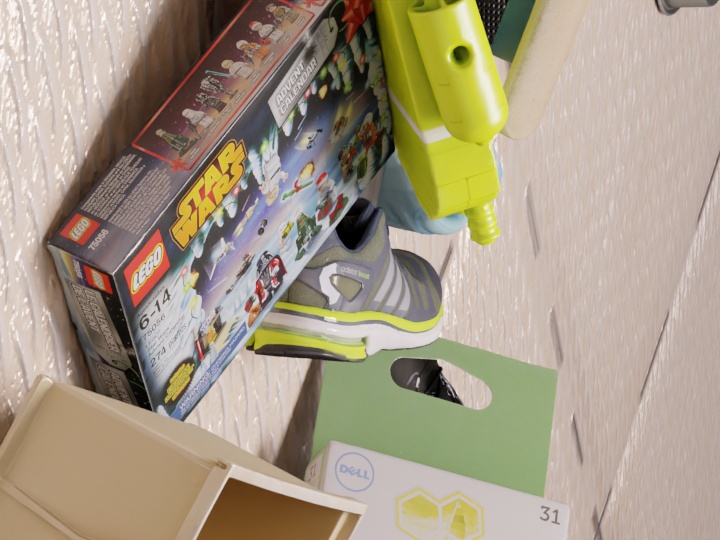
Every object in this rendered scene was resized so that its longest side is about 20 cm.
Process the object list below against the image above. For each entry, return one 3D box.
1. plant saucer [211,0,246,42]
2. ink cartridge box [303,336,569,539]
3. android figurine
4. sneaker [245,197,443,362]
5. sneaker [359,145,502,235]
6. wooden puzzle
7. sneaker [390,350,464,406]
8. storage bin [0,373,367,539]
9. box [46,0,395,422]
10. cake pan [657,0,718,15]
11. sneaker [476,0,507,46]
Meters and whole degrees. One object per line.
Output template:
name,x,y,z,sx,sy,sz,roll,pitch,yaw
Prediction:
plant saucer,-0.029,-0.143,1.401,0.200,0.032,0.202,13,90,-74
ink cartridge box,0.042,0.119,1.571,0.048,0.145,0.201,131,-28,-60
android figurine,0.027,-0.109,1.338,0.182,0.041,0.201,-121,-166,-69
sneaker,0.000,0.000,1.538,0.200,0.073,0.082,-18,117,-73
sneaker,0.040,-0.075,1.523,0.200,0.081,0.074,95,12,-72
wooden puzzle,0.111,-0.187,1.356,0.186,0.046,0.200,109,6,-45
sneaker,0.037,0.096,1.693,0.076,0.090,0.201,-52,149,-51
storage bin,-0.106,0.158,1.208,0.199,0.093,0.200,-63,163,-1
box,-0.057,-0.035,1.302,0.200,0.040,0.137,-53,153,-27
cake pan,0.278,-0.298,2.281,0.200,0.036,0.202,12,90,-73
sneaker,0.062,-0.220,1.590,0.086,0.080,0.202,-12,102,-66
